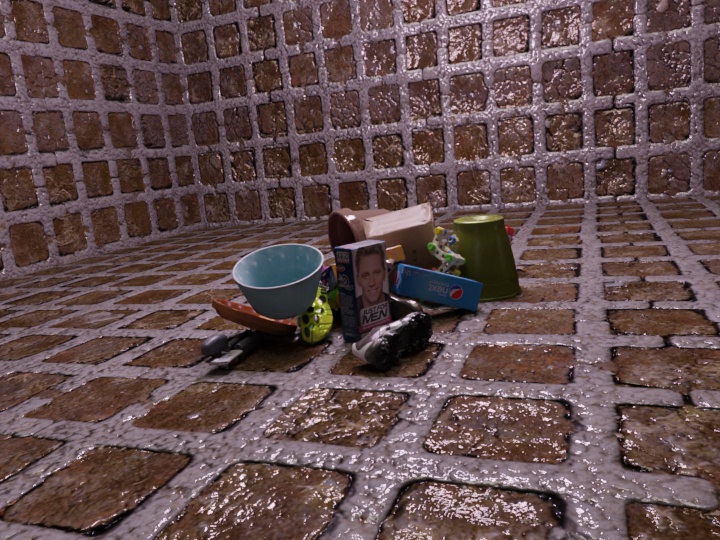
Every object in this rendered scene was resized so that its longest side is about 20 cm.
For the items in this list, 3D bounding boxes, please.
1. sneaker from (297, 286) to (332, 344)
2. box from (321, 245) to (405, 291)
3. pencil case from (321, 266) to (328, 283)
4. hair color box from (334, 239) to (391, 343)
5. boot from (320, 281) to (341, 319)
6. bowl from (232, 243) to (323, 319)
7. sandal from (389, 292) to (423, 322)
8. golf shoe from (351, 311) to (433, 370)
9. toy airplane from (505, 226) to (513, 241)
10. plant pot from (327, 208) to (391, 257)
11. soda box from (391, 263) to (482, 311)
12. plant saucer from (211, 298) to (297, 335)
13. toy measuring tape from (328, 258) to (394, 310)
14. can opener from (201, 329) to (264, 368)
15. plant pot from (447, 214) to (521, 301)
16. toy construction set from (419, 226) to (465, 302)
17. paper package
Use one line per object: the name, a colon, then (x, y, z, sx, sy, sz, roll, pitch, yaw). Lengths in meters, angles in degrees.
sneaker: (-0.104, 0.109, 1.364, 0.073, 0.085, 0.201, 11, 28, -8)
box: (0.000, 0.000, 1.432, 0.197, 0.042, 0.119, -18, -13, -13)
pencil case: (-0.132, 0.013, 1.672, 0.093, 0.091, 0.200, 33, -5, 12)
hair color box: (0.008, 0.044, 1.280, 0.099, 0.204, 0.060, -15, 15, -40)
boot: (-0.046, 0.060, 1.542, 0.156, 0.081, 0.209, 5, 16, 44)
bowl: (-0.171, 0.033, 1.309, 0.197, 0.107, 0.202, -4, 28, 2)
sandal: (0.063, 0.095, 1.375, 0.198, 0.083, 0.054, 15, 44, 44)
golf shoe: (0.064, 0.125, 1.169, 0.093, 0.079, 0.198, 3, 13, 41)
toy airplane: (0.351, -0.045, 1.783, 0.197, 0.143, 0.200, -16, -26, -6)
plant pot: (0.018, -0.108, 1.820, 0.173, 0.204, 0.199, -22, 17, -24)
soda box: (0.177, 0.039, 1.397, 0.197, 0.069, 0.064, 12, 3, -13)
plant saucer: (-0.240, 0.108, 1.361, 0.197, 0.033, 0.200, 19, -2, 1)
toy measuring tape: (0.008, 0.045, 1.373, 0.198, 0.074, 0.073, -29, 0, 26)
can opener: (-0.258, 0.153, 1.249, 0.052, 0.068, 0.200, -1, 7, 16)
plant pot: (0.309, -0.040, 1.559, 0.196, 0.197, 0.201, -6, 11, 1)
toy construction set: (0.187, 0.004, 1.511, 0.091, 0.201, 0.132, -4, 47, -38)
paper package: (0.117, -0.054, 1.607, 0.187, 0.202, 0.104, -13, 35, 8)
